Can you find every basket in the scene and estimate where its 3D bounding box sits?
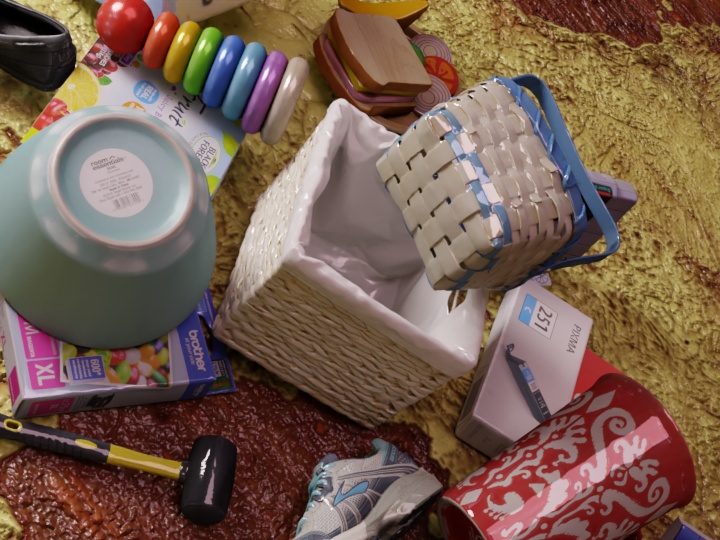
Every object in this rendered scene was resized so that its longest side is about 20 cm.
[{"bbox_3d":[0.121,-0.077,0.976,0.198,0.139,0.179,-16,74,-35],"label":"basket"},{"bbox_3d":[0.000,0.000,1.042,0.198,0.161,0.200,31,47,-17],"label":"basket"}]

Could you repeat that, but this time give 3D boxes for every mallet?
[{"bbox_3d":[-0.193,0.155,0.915,0.197,0.041,0.067,11,55,-19],"label":"mallet"}]

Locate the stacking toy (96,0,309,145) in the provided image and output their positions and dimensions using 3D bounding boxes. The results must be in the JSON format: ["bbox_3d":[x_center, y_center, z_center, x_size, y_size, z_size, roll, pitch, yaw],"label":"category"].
[{"bbox_3d":[-0.151,-0.193,1.071,0.197,0.086,0.086,23,49,-9],"label":"stacking toy"}]

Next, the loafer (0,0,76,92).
[{"bbox_3d":[-0.349,-0.233,1.054,0.198,0.071,0.069,24,49,1],"label":"loafer"}]

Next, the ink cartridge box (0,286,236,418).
[{"bbox_3d":[-0.201,0.053,0.978,0.197,0.042,0.121,-1,60,-34],"label":"ink cartridge box"}]

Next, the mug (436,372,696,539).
[{"bbox_3d":[0.184,0.215,1.018,0.198,0.133,0.180,-27,95,-20],"label":"mug"}]

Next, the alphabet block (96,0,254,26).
[{"bbox_3d":[-0.185,-0.377,1.152,0.195,0.198,0.199,32,41,25],"label":"alphabet block"}]

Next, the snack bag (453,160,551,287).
[{"bbox_3d":[0.103,-0.066,1.260,0.186,0.021,0.203,1,58,-31],"label":"snack bag"}]

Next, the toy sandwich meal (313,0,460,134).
[{"bbox_3d":[0.038,-0.240,1.309,0.202,0.070,0.208,16,52,-21],"label":"toy sandwich meal"}]

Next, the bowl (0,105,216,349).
[{"bbox_3d":[-0.198,-0.050,0.931,0.197,0.105,0.204,9,65,-21],"label":"bowl"}]

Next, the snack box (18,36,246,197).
[{"bbox_3d":[-0.204,-0.120,1.078,0.167,0.068,0.202,31,49,-9],"label":"snack box"}]

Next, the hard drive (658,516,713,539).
[{"bbox_3d":[0.330,0.331,1.051,0.198,0.133,0.025,33,12,-6],"label":"hard drive"}]

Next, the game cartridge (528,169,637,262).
[{"bbox_3d":[0.174,-0.063,1.199,0.197,0.130,0.039,10,56,-26],"label":"game cartridge"}]

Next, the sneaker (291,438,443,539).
[{"bbox_3d":[-0.021,0.206,0.968,0.086,0.078,0.199,44,39,20],"label":"sneaker"}]

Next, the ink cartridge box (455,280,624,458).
[{"bbox_3d":[0.200,0.127,1.168,0.175,0.045,0.201,33,48,-6],"label":"ink cartridge box"}]
